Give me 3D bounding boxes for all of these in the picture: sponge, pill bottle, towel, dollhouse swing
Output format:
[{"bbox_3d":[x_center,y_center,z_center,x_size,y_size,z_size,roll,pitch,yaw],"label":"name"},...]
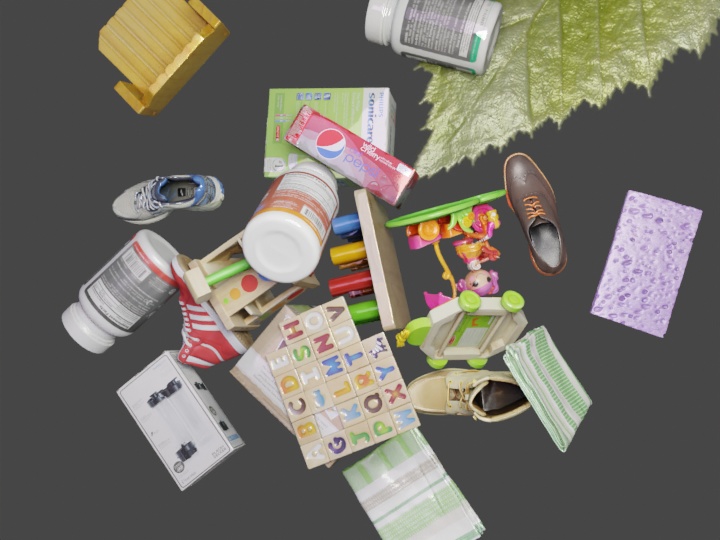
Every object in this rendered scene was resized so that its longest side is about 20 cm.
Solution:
[{"bbox_3d":[0.432,-0.011,1.084,0.111,0.030,0.201,18,90,12],"label":"sponge"},{"bbox_3d":[0.115,-0.388,1.131,0.199,0.113,0.114,18,89,11],"label":"pill bottle"},{"bbox_3d":[-0.393,0.037,1.193,0.200,0.116,0.116,-42,80,5],"label":"pill bottle"},{"bbox_3d":[-0.094,-0.080,1.048,0.111,0.200,0.113,5,124,8],"label":"pill bottle"},{"bbox_3d":[0.080,0.364,1.121,0.149,0.031,0.200,-36,80,5],"label":"towel"},{"bbox_3d":[0.271,0.157,1.018,0.023,0.200,0.153,-34,80,25],"label":"towel"},{"bbox_3d":[-0.354,-0.395,1.200,0.176,0.182,0.200,44,95,-10],"label":"dollhouse swing"}]

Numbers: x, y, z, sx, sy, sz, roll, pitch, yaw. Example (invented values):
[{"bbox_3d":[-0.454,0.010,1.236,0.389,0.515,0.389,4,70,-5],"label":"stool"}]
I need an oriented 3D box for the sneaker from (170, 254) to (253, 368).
[{"bbox_3d":[-0.273,0.076,1.160,0.112,0.071,0.200,-28,112,11],"label":"sneaker"}]

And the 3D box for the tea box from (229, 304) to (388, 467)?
[{"bbox_3d":[-0.057,0.164,1.078,0.200,0.197,0.134,41,94,11],"label":"tea box"}]

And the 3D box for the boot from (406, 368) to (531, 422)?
[{"bbox_3d":[0.157,0.186,1.056,0.199,0.155,0.073,-2,86,11],"label":"boot"}]

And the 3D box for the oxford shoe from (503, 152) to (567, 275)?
[{"bbox_3d":[0.273,-0.092,1.098,0.071,0.073,0.201,-21,82,9],"label":"oxford shoe"}]

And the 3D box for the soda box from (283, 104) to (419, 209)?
[{"bbox_3d":[-0.012,-0.170,1.074,0.199,0.070,0.064,33,96,8],"label":"soda box"}]

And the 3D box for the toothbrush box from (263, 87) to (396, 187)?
[{"bbox_3d":[-0.047,-0.214,1.162,0.199,0.086,0.147,2,87,12],"label":"toothbrush box"}]

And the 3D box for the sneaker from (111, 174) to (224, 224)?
[{"bbox_3d":[-0.338,-0.130,1.211,0.199,0.085,0.078,-12,83,10],"label":"sneaker"}]

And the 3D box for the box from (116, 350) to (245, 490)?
[{"bbox_3d":[-0.298,0.245,1.187,0.117,0.060,0.200,-39,80,6],"label":"box"}]

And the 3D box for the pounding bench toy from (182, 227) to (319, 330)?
[{"bbox_3d":[-0.167,-0.001,1.110,0.156,0.200,0.125,-34,80,7],"label":"pounding bench toy"}]

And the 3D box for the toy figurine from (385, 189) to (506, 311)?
[{"bbox_3d":[0.156,-0.012,1.107,0.199,0.150,0.185,-18,97,-15],"label":"toy figurine"}]

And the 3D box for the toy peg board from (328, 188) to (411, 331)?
[{"bbox_3d":[0.000,0.000,1.078,0.097,0.200,0.200,-13,83,9],"label":"toy peg board"}]

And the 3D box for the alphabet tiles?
[{"bbox_3d":[-0.032,0.146,0.971,0.166,0.008,0.201,-23,83,8],"label":"alphabet tiles"}]

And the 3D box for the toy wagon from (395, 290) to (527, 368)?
[{"bbox_3d":[0.145,0.087,1.054,0.199,0.156,0.040,2,48,-18],"label":"toy wagon"}]
